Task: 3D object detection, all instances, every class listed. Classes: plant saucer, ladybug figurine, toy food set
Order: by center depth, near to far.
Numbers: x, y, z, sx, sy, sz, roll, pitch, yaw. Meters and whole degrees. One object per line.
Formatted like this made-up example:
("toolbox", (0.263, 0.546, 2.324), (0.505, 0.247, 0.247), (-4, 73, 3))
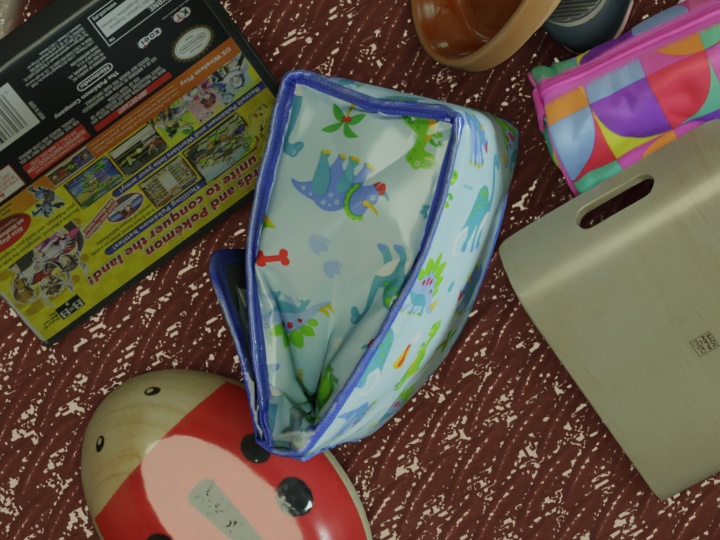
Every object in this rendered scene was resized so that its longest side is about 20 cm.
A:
("plant saucer", (0.086, -0.205, 1.497), (0.032, 0.200, 0.201), (14, 92, -23))
("toy food set", (0.186, 0.025, 1.525), (0.143, 0.061, 0.200), (-30, 119, 14))
("ladybug figurine", (-0.074, 0.140, 1.559), (0.200, 0.072, 0.136), (41, 86, 1))

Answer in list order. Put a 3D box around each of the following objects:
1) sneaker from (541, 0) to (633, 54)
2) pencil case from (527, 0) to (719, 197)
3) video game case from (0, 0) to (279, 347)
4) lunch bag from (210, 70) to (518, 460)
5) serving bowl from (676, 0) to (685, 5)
("sneaker", (0.132, -0.217, 1.563), (0.070, 0.082, 0.201), (5, 71, 22))
("pencil case", (0.189, -0.114, 1.494), (0.199, 0.088, 0.089), (-28, 91, 13))
("video game case", (-0.144, -0.071, 1.527), (0.200, 0.026, 0.181), (-36, 133, 1))
("lunch bag", (0.000, 0.000, 1.502), (0.127, 0.170, 0.201), (14, 95, 16))
("serving bowl", (0.271, -0.104, 1.548), (0.199, 0.066, 0.201), (0, 91, 15))
